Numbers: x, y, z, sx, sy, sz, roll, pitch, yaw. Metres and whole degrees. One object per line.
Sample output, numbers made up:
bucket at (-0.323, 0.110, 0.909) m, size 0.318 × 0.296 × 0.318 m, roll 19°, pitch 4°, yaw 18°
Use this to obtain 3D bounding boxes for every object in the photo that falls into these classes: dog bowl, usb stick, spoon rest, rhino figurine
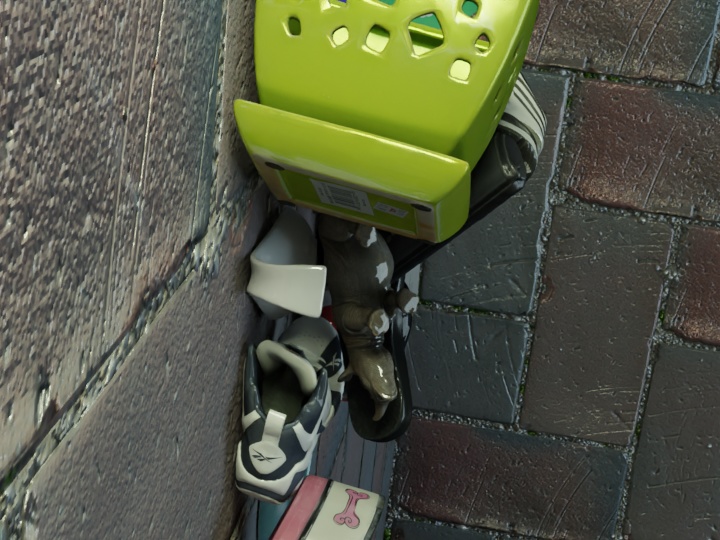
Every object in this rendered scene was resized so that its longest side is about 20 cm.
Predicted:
dog bowl at (-0.057, 0.269, 1.085) m, size 0.202 × 0.073 × 0.200 m, roll -60°, pitch 179°, yaw -1°
usb stick at (0.062, -0.045, 1.053) m, size 0.199 × 0.032 × 0.056 m, roll -37°, pitch -126°, yaw 37°
spoon rest at (-0.065, -0.001, 1.037) m, size 0.200 × 0.060 × 0.101 m, roll -135°, pitch -127°, yaw -81°
rhino figurine at (0.006, 0.028, 1.046) m, size 0.087 × 0.059 × 0.203 m, roll 10°, pitch -71°, yaw 58°

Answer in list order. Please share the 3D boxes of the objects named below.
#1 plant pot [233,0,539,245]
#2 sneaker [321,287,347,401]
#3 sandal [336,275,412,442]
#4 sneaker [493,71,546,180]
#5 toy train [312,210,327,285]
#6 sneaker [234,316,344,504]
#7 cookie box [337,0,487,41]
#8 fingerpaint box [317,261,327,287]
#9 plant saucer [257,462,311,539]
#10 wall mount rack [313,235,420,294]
plant pot at (0.014, -0.135, 0.920) m, size 0.200 × 0.196 × 0.184 m, roll 68°, pitch 38°, yaw -80°
sneaker at (-0.018, 0.105, 1.347) m, size 0.200 × 0.070 × 0.114 m, roll 66°, pitch 9°, yaw -66°
sandal at (0.016, 0.056, 1.132) m, size 0.048 × 0.075 × 0.203 m, roll 22°, pitch 62°, yaw -56°
sneaker at (0.071, -0.149, 1.087) m, size 0.116 × 0.199 × 0.076 m, roll -57°, pitch 172°, yaw -53°
toy train at (-0.033, -0.084, 1.102) m, size 0.046 × 0.034 × 0.203 m, roll -55°, pitch 139°, yaw -77°
sneaker at (-0.054, 0.087, 1.074) m, size 0.130 × 0.079 × 0.200 m, roll 104°, pitch 10°, yaw -46°
cookie box at (0.051, -0.250, 1.089) m, size 0.076 × 0.169 × 0.202 m, roll -109°, pitch -169°, yaw -47°
fingerpaint box at (0.045, -0.079, 1.384) m, size 0.200 × 0.073 × 0.168 m, roll -42°, pitch -161°, yaw 35°
plant saucer at (-0.074, 0.202, 1.317) m, size 0.200 × 0.027 × 0.203 m, roll 8°, pitch 90°, yaw -85°
wall mount rack at (0.000, 0.000, 1.218) m, size 0.173 × 0.074 × 0.202 m, roll -37°, pitch 139°, yaw -47°
